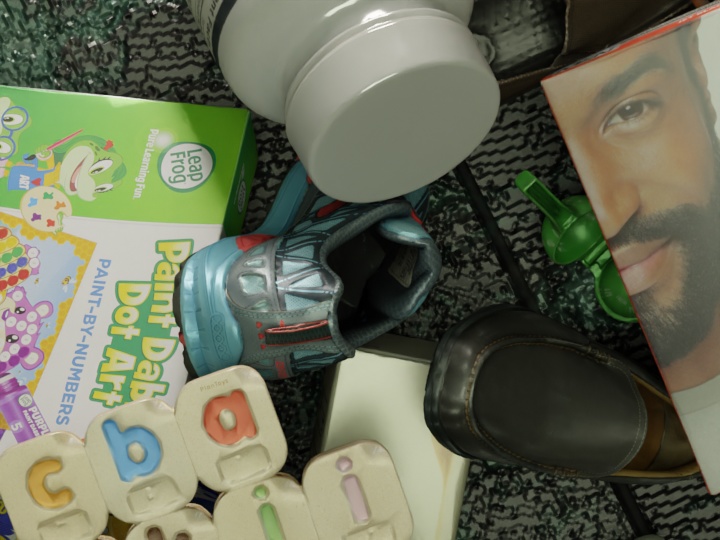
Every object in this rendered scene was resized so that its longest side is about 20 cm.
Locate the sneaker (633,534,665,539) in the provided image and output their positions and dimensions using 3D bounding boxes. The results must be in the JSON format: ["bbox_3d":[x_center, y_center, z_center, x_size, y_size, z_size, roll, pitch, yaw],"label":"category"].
[{"bbox_3d":[0.170,0.214,1.208,0.099,0.078,0.200,-35,94,-2],"label":"sneaker"}]

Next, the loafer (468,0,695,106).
[{"bbox_3d":[0.103,-0.126,1.185,0.200,0.071,0.073,-34,93,1],"label":"loafer"}]

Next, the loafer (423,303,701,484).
[{"bbox_3d":[0.098,0.060,1.133,0.072,0.200,0.073,15,93,33],"label":"loafer"}]

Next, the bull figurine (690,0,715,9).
[{"bbox_3d":[0.237,-0.170,1.128,0.121,0.065,0.200,49,116,7],"label":"bull figurine"}]

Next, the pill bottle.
[{"bbox_3d":[-0.018,-0.134,1.117,0.119,0.120,0.200,-28,60,1],"label":"pill bottle"}]

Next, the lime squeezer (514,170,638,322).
[{"bbox_3d":[0.127,0.000,1.200,0.200,0.071,0.038,43,79,-32],"label":"lime squeezer"}]

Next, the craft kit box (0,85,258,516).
[{"bbox_3d":[-0.161,0.008,1.141,0.197,0.049,0.200,7,59,6],"label":"craft kit box"}]

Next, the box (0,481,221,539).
[{"bbox_3d":[-0.108,0.115,1.152,0.200,0.064,0.070,32,96,34],"label":"box"}]

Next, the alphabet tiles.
[{"bbox_3d":[-0.068,0.147,1.063,0.200,0.015,0.196,-20,99,0],"label":"alphabet tiles"}]

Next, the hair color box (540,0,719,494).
[{"bbox_3d":[0.169,-0.015,1.119,0.111,0.064,0.200,-22,95,14],"label":"hair color box"}]

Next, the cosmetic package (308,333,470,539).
[{"bbox_3d":[0.005,0.133,1.187,0.071,0.105,0.201,11,95,-3],"label":"cosmetic package"}]

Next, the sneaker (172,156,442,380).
[{"bbox_3d":[0.000,0.000,1.134,0.095,0.200,0.080,-2,114,27],"label":"sneaker"}]
